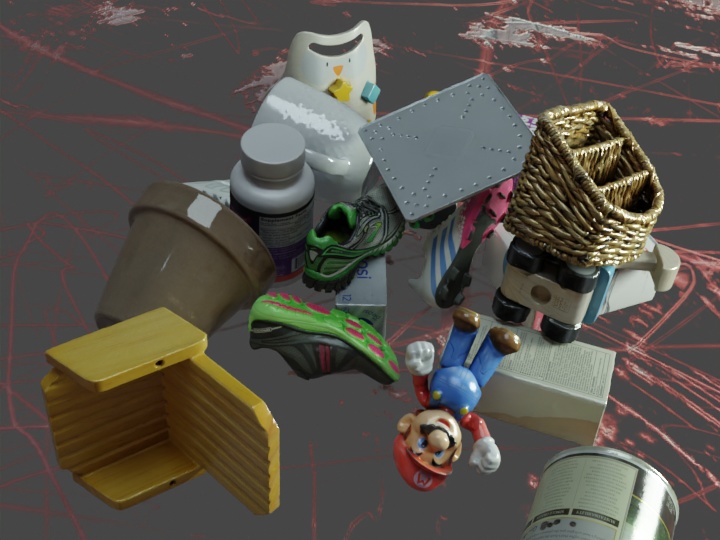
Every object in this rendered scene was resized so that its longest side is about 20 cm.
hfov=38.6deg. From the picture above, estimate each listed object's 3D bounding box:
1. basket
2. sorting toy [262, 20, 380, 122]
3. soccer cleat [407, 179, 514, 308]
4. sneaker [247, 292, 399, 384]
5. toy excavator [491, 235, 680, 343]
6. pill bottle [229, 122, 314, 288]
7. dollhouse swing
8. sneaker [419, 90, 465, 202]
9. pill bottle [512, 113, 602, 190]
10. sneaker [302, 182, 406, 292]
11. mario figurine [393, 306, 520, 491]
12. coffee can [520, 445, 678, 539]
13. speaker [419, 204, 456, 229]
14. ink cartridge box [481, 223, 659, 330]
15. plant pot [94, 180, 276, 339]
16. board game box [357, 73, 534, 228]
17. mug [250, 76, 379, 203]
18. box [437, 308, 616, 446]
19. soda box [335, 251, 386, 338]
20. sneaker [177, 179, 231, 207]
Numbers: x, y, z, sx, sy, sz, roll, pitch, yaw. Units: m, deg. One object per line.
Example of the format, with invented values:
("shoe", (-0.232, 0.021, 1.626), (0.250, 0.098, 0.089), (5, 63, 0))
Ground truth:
("basket", (0.281, -0.101, 1.198), (0.142, 0.151, 0.199), (28, 25, 28))
("sorting toy", (-0.046, -0.298, 1.599), (0.197, 0.182, 0.107), (-15, 45, -20))
("soccer cleat", (0.126, -0.050, 1.355), (0.086, 0.202, 0.070), (28, 1, 41))
("sneaker", (-0.045, 0.094, 1.252), (0.197, 0.085, 0.077), (23, 21, -4))
("toy excavator", (0.279, -0.002, 1.256), (0.192, 0.101, 0.200), (23, 38, 17))
("pill bottle", (-0.115, -0.085, 1.337), (0.109, 0.202, 0.112), (3, 43, -3))
("dollhouse swing", (-0.199, 0.178, 1.041), (0.180, 0.202, 0.176), (-21, 48, -26))
("sneaker", (0.119, -0.171, 1.428), (0.077, 0.083, 0.201), (-4, 48, -27))
("pill bottle", (0.267, -0.168, 1.533), (0.197, 0.114, 0.113), (15, 42, 13))
("sneaker", (-0.001, -0.057, 1.310), (0.077, 0.086, 0.200), (22, 44, 21))
("mario figurine", (0.103, 0.147, 1.126), (0.122, 0.106, 0.202), (21, 83, 36))
("coffee can", (0.218, 0.293, 0.990), (0.144, 0.148, 0.201), (17, 43, 14))
("speaker", (0.103, -0.153, 1.526), (0.080, 0.082, 0.202), (4, 42, 0))
("ink cartridge box", (0.284, -0.011, 1.382), (0.197, 0.084, 0.147), (-13, 44, -18))
("plant pot", (-0.225, 0.022, 1.245), (0.198, 0.201, 0.176), (22, 62, 19))
("board game box", (0.118, -0.159, 1.352), (0.197, 0.026, 0.201), (-24, 48, -3))
("mug", (-0.063, -0.172, 1.465), (0.173, 0.149, 0.200), (26, 15, 10))
("box", (0.194, 0.126, 1.225), (0.197, 0.079, 0.095), (16, 43, 13))
("soda box", (0.000, 0.000, 1.359), (0.067, 0.064, 0.202), (1, 42, -2))
("sneaker", (-0.195, -0.095, 1.450), (0.196, 0.076, 0.082), (3, 33, -14))
